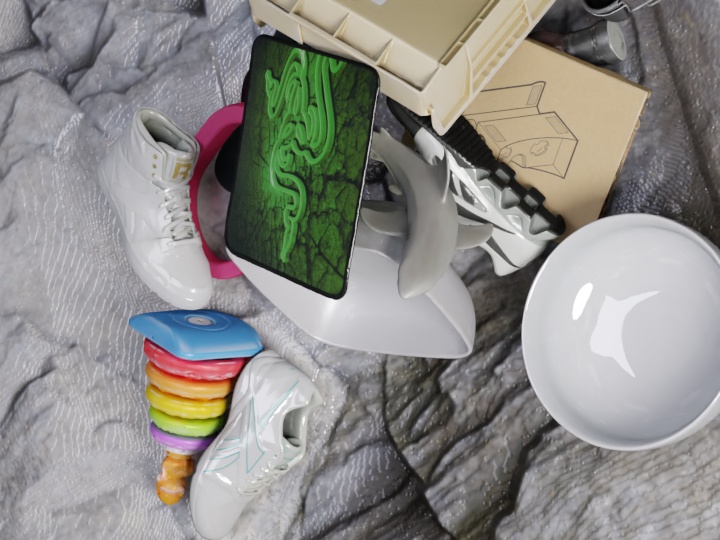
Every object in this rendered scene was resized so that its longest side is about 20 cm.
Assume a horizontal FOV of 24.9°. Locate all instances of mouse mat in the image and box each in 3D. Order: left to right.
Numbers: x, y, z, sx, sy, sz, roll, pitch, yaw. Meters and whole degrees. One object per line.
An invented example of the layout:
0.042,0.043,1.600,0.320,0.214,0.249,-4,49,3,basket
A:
-0.053,-0.089,1.386,0.161,0.008,0.200,23,108,42,mouse mat

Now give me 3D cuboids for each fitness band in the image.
-0.125,-0.078,1.633,0.144,0.037,0.200,55,132,16,fitness band

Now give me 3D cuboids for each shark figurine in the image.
0.041,-0.085,1.375,0.215,0.128,0.090,57,149,27,shark figurine

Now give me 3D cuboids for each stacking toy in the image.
-0.176,0.144,1.644,0.116,0.110,0.200,25,110,47,stacking toy

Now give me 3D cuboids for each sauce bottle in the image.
0.144,-0.179,1.487,0.200,0.066,0.066,-14,78,29,sauce bottle

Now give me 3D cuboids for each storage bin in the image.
0.038,-0.245,1.400,0.200,0.094,0.199,33,71,18,storage bin

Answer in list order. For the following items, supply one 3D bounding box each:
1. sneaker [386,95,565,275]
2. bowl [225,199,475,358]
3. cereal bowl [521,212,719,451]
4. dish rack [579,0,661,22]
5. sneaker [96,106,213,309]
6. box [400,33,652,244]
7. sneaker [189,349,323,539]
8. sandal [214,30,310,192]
0.081,-0.076,1.447,0.200,0.074,0.089,47,121,5,sneaker
0.000,0.000,1.496,0.200,0.200,0.075,2,59,35,bowl
0.242,0.054,1.392,0.200,0.083,0.200,-3,83,31,cereal bowl
0.264,-0.317,1.410,0.200,0.055,0.154,-29,64,17,dish rack
-0.193,-0.067,1.629,0.200,0.074,0.116,58,137,19,sneaker
0.140,-0.125,1.457,0.200,0.021,0.164,26,116,16,box
-0.104,0.182,1.605,0.080,0.070,0.200,28,100,28,sneaker
-0.093,-0.168,1.642,0.075,0.048,0.201,32,103,30,sandal
